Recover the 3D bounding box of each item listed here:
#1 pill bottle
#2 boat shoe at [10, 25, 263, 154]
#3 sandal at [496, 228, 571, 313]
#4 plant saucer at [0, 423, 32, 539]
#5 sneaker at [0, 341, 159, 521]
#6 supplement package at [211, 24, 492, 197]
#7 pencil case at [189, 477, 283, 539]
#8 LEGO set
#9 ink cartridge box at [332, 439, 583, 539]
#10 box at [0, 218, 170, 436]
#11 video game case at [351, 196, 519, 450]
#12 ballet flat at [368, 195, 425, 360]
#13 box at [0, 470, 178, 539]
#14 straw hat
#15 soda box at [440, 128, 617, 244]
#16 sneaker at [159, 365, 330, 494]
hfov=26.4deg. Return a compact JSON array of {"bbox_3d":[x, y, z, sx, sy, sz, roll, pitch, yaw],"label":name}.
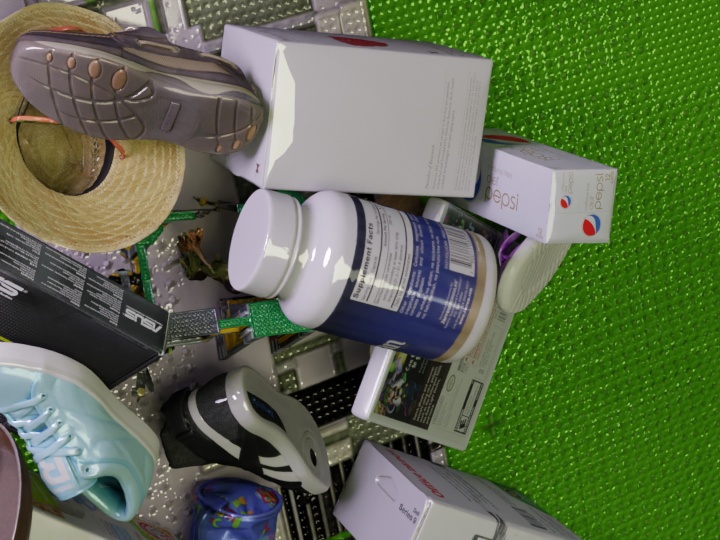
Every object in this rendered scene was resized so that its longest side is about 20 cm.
[{"bbox_3d":[0.000,0.000,1.229,0.198,0.111,0.112,16,98,-23],"label":"pill bottle"},{"bbox_3d":[-0.172,-0.144,1.173,0.198,0.074,0.075,15,129,-27],"label":"boat shoe"},{"bbox_3d":[0.151,-0.018,1.399,0.202,0.049,0.083,-35,143,-60],"label":"sandal"},{"bbox_3d":[-0.313,0.215,1.192,0.032,0.200,0.201,29,91,-38],"label":"plant saucer"},{"bbox_3d":[-0.226,0.128,1.178,0.073,0.083,0.200,-22,136,29],"label":"sneaker"},{"bbox_3d":[-0.009,-0.134,1.285,0.198,0.121,0.121,0,105,-27],"label":"supplement package"},{"bbox_3d":[-0.125,0.289,1.376,0.086,0.078,0.202,-3,107,-52],"label":"pencil case"},{"bbox_3d":[-0.131,0.013,1.296,0.198,0.116,0.155,-15,82,-26],"label":"LEGO set"},{"bbox_3d":[0.093,0.244,1.436,0.199,0.146,0.085,22,96,-29],"label":"ink cartridge box"},{"bbox_3d":[-0.280,0.043,1.176,0.199,0.192,0.048,33,47,-31],"label":"box"},{"bbox_3d":[0.079,0.053,1.388,0.181,0.023,0.202,25,85,-55],"label":"video game case"},{"bbox_3d":[0.030,0.030,1.377,0.067,0.072,0.202,9,110,17],"label":"ballet flat"},{"bbox_3d":[-0.241,0.251,1.286,0.199,0.112,0.102,30,91,-31],"label":"box"},{"bbox_3d":[-0.237,-0.098,1.198,0.200,0.085,0.203,14,66,-33],"label":"straw hat"},{"bbox_3d":[0.137,-0.077,1.330,0.067,0.200,0.064,-2,105,-26],"label":"soda box"},{"bbox_3d":[-0.110,0.150,1.358,0.111,0.074,0.200,-17,144,15],"label":"sneaker"}]
